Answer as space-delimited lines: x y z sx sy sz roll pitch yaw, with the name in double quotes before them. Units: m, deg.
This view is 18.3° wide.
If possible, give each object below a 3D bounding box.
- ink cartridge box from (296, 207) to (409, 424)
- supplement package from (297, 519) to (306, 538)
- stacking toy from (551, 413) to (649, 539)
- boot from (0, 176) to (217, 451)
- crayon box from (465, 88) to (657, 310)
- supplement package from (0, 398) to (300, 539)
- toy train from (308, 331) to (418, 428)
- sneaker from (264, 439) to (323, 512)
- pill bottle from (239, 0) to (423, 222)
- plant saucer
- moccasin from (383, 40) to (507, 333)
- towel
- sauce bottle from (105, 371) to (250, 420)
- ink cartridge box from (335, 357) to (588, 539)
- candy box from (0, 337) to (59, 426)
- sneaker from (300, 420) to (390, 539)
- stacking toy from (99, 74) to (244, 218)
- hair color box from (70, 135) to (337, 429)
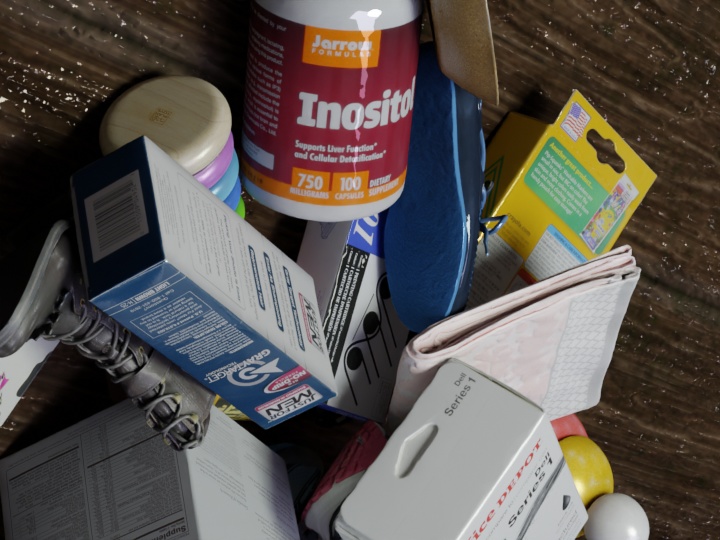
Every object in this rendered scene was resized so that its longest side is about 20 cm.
"ink cartridge box" 0.000 0.000 1.571 0.094 0.044 0.201 23 81 -48
"supplement package" 0.028 0.288 1.762 0.191 0.147 0.200 -53 140 -2
"stacking toy" 0.146 0.166 1.749 0.146 0.200 0.147 -23 131 -30
"boot" -0.152 0.044 1.372 0.069 0.200 0.174 -31 109 24
"crayon box" 0.126 -0.027 1.684 0.126 0.052 0.200 41 79 -40
"supplement package" -0.132 0.210 1.483 0.150 0.201 0.152 -26 142 17
"toy train" 0.042 0.068 1.711 0.200 0.034 0.046 -28 135 -27
"sneaker" -0.085 0.219 1.648 0.200 0.095 0.079 -51 140 -3
"pill bottle" -0.018 -0.143 1.446 0.113 0.113 0.201 -17 125 -35
"plant saucer" 0.056 -0.203 1.446 0.035 0.201 0.201 -10 131 2
"moccasin" 0.066 -0.056 1.540 0.068 0.080 0.201 -5 103 -53
"towel" 0.104 0.076 1.607 0.190 0.032 0.200 -22 152 -19
"sauce bottle" -0.086 0.074 1.570 0.200 0.066 0.066 5 113 -43
"ink cartridge box" 0.074 0.173 1.546 0.146 0.084 0.200 -54 154 -14
"candy box" -0.293 0.044 1.357 0.137 0.061 0.200 -55 139 1
"sneaker" 0.003 0.180 1.594 0.081 0.075 0.200 -53 166 -34
"stacking toy" -0.109 -0.034 1.475 0.085 0.085 0.200 -37 144 -18
"hair color box" -0.096 0.011 1.392 0.060 0.100 0.200 -27 142 19
